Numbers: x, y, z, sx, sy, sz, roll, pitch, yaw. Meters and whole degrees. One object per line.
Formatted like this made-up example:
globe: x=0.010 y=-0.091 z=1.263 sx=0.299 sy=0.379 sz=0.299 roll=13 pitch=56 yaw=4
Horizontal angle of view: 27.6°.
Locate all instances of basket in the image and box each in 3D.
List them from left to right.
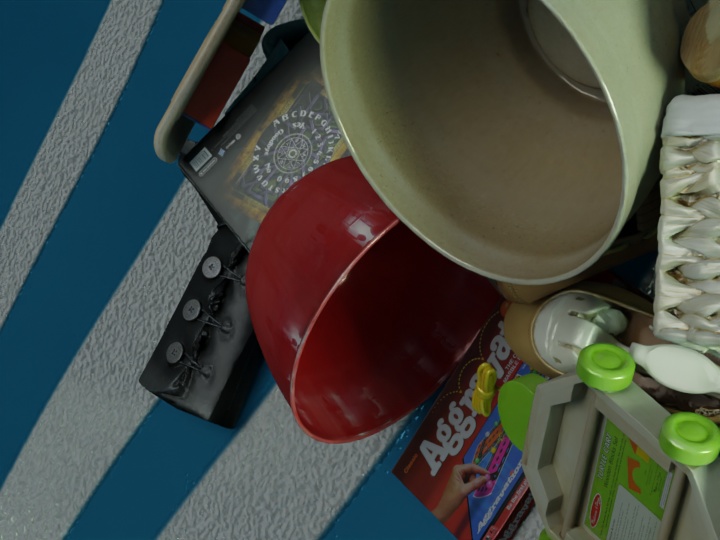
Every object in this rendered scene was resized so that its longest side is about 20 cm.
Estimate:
basket: x=0.250 y=-0.008 z=0.739 sx=0.135 sy=0.199 sz=0.124 roll=3 pitch=83 yaw=44

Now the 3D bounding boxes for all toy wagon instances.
toy wagon: x=0.139 y=0.116 z=0.852 sx=0.200 sy=0.039 sz=0.156 roll=44 pitch=139 yaw=41

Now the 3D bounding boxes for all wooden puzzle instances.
wooden puzzle: x=-0.087 y=-0.187 z=1.097 sx=0.201 sy=0.046 sz=0.185 roll=-62 pitch=8 yaw=20

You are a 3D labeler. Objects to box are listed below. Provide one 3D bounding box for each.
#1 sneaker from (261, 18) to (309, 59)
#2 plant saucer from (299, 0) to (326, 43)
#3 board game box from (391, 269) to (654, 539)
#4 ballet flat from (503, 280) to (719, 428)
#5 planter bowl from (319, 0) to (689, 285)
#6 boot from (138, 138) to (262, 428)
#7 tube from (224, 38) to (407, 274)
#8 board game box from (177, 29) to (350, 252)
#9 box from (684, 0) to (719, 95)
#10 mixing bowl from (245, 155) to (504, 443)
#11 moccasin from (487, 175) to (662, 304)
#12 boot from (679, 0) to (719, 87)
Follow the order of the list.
sneaker: x=0.002 y=-0.158 z=1.104 sx=0.199 sy=0.082 sz=0.074 roll=2 pitch=77 yaw=43
plant saucer: x=0.044 y=-0.226 z=1.005 sx=0.199 sy=0.031 sz=0.201 roll=-15 pitch=63 yaw=32
board game box: x=0.105 y=0.080 z=0.963 sx=0.103 sy=0.019 sz=0.201 roll=40 pitch=103 yaw=45
ballet flat: x=0.160 y=0.045 z=0.873 sx=0.199 sy=0.063 sz=0.069 roll=17 pitch=86 yaw=36
planter bowl: x=0.096 y=-0.112 z=0.796 sx=0.200 sy=0.201 sz=0.135 roll=12 pitch=40 yaw=45
boot: x=-0.124 y=0.007 z=1.181 sx=0.165 sy=0.065 sz=0.201 roll=26 pitch=97 yaw=47
tube: x=-0.028 y=-0.078 z=1.088 sx=0.077 sy=0.050 sz=0.200 roll=-47 pitch=64 yaw=19
board game box: x=-0.021 y=-0.098 z=1.048 sx=0.200 sy=0.028 sz=0.135 roll=-44 pitch=65 yaw=7
box: x=0.178 y=-0.186 z=0.952 sx=0.095 sy=0.078 sz=0.201 roll=-36 pitch=53 yaw=29
mixing bowl: x=0.000 y=0.000 z=0.951 sx=0.108 sy=0.200 sz=0.201 roll=41 pitch=104 yaw=30
moccasin: x=0.162 y=-0.051 z=0.881 sx=0.200 sy=0.078 sz=0.074 roll=-22 pitch=70 yaw=2
boot: x=0.243 y=-0.107 z=0.764 sx=0.071 sy=0.144 sz=0.201 roll=-49 pitch=6 yaw=29
